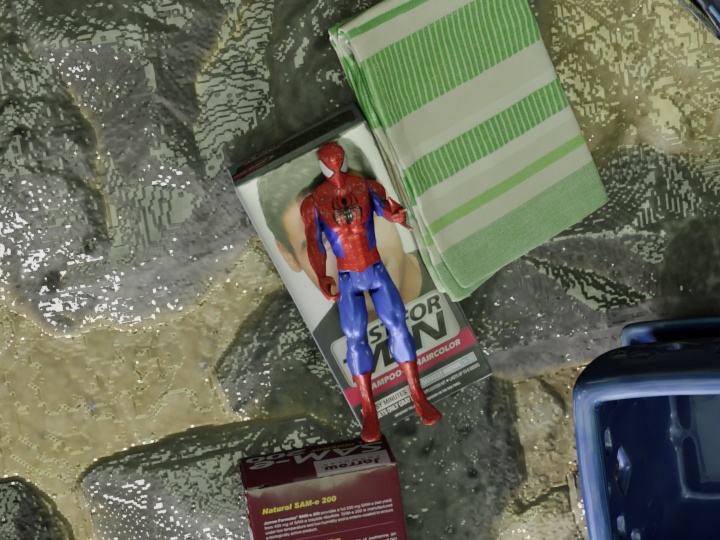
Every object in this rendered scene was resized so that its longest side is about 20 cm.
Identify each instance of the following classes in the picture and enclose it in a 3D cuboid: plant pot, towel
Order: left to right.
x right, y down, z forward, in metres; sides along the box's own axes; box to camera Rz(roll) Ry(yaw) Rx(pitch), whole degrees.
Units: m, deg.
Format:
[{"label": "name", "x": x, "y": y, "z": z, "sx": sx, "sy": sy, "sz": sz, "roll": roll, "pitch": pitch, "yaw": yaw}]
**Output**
[{"label": "towel", "x": 0.075, "y": -0.100, "z": 1.562, "sx": 0.152, "sy": 0.023, "sz": 0.201, "roll": -32, "pitch": 108, "yaw": -26}, {"label": "plant pot", "x": 0.260, "y": 0.130, "z": 1.588, "sx": 0.199, "sy": 0.180, "sz": 0.201, "roll": -4, "pitch": 108, "yaw": 15}]

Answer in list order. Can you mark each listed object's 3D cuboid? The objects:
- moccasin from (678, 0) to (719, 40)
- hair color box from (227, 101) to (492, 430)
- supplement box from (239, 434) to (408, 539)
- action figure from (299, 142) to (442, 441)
[{"label": "moccasin", "x": 0.189, "y": -0.211, "z": 1.545, "sx": 0.200, "sy": 0.080, "sz": 0.068, "roll": 30, "pitch": 98, "yaw": -14}, {"label": "hair color box", "x": 0.000, "y": 0.000, "z": 1.592, "sx": 0.099, "sy": 0.061, "sz": 0.200, "roll": -27, "pitch": 108, "yaw": 1}, {"label": "supplement box", "x": -0.018, "y": 0.224, "z": 1.656, "sx": 0.108, "sy": 0.061, "sz": 0.201, "roll": -9, "pitch": 108, "yaw": -6}, {"label": "action figure", "x": 0.007, "y": 0.017, "z": 1.518, "sx": 0.065, "sy": 0.099, "sz": 0.201, "roll": -16, "pitch": 106, "yaw": -4}]
